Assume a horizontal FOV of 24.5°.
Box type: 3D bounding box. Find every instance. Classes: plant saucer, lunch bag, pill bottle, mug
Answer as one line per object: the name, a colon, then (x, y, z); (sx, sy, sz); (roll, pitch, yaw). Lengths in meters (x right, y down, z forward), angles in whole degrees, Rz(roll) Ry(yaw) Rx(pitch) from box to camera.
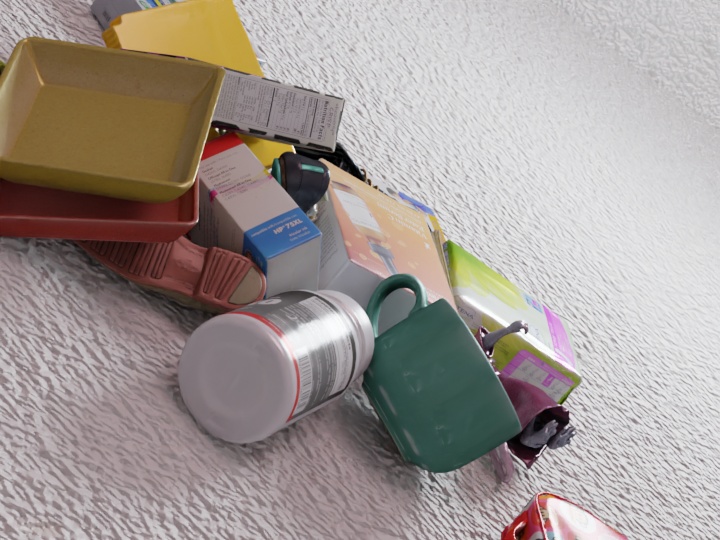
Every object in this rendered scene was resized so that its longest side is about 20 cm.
plant saucer: (-0.249, -0.082, 1.527); (0.199, 0.037, 0.200); (2, 32, -7)
lunch bag: (0.205, 0.304, 1.566); (0.176, 0.082, 0.200); (32, 24, -18)
pill bottle: (-0.070, 0.080, 1.506); (0.114, 0.114, 0.200); (45, 22, 11)
plant saucer: (-0.235, -0.129, 1.504); (0.199, 0.049, 0.200); (9, 38, 0)
mug: (0.064, 0.112, 1.626); (0.185, 0.114, 0.152); (55, -5, 50)

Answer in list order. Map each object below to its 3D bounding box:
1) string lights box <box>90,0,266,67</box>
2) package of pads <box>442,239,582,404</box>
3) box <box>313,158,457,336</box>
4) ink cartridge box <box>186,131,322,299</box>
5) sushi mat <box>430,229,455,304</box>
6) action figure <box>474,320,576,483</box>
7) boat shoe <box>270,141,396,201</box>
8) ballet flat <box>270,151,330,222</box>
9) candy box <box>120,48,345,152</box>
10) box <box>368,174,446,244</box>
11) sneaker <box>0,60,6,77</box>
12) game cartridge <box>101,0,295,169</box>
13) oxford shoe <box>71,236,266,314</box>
string lights box: (-0.220, -0.286, 2.013); (0.200, 0.059, 0.103); (11, 35, -50)
package of pads: (0.165, 0.068, 1.957); (0.200, 0.068, 0.155); (33, 22, -16)
box: (0.000, 0.000, 1.772); (0.152, 0.106, 0.200); (28, 25, -28)
ink cartridge box: (-0.121, -0.052, 1.639); (0.067, 0.116, 0.200); (-26, 58, -24)
sushi mat: (0.073, 0.040, 1.827); (0.012, 0.096, 0.200); (19, 28, -16)
action figure: (0.132, 0.134, 1.792); (0.200, 0.134, 0.149); (37, 62, 24)
boat shoe: (-0.007, -0.084, 1.880); (0.200, 0.091, 0.071); (22, 55, -5)
ballet flat: (-0.071, -0.068, 1.703); (0.073, 0.200, 0.073); (4, 71, -13)
candy box: (-0.135, -0.173, 1.687); (0.199, 0.061, 0.136); (11, 3, -38)
box: (0.019, -0.068, 2.017); (0.200, 0.041, 0.119); (29, 25, -32)
sneaker: (-0.359, -0.163, 1.521); (0.084, 0.075, 0.200); (17, 25, -2)
game cartridge: (-0.174, -0.190, 1.780); (0.176, 0.032, 0.201); (-21, 87, -43)
oxford shoe: (-0.189, -0.004, 1.560); (0.199, 0.074, 0.071); (27, 68, -5)
